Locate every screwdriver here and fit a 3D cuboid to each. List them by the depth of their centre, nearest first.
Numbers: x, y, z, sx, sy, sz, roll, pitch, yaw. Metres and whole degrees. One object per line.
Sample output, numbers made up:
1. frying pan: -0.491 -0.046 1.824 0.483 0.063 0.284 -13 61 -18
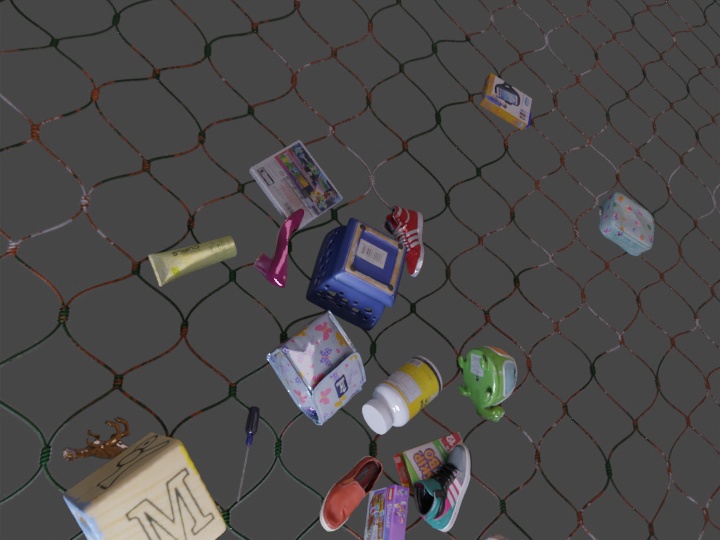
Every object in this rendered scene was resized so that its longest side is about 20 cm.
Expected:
1. screwdriver: -0.248 0.397 1.482 0.027 0.029 0.205 17 66 -19

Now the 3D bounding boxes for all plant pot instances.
1. plant pot: 0.000 0.000 1.685 0.196 0.180 0.204 26 60 -15

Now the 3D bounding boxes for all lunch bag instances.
1. lunch bag: -0.090 0.225 1.577 0.168 0.127 0.203 -34 93 -32
2. lunch bag: 0.881 -0.151 2.266 0.197 0.077 0.163 28 60 -14

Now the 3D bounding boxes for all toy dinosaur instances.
1. toy dinosaur: -0.488 0.356 1.366 0.195 0.060 0.109 14 89 -20

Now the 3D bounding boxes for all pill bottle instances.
1. pill bottle: 0.099 0.303 1.646 0.198 0.112 0.113 -33 85 -33

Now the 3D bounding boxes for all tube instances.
1. tube: -0.384 -0.028 1.579 0.196 0.053 0.058 -19 37 -27

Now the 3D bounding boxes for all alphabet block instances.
1. alphabet block: -0.398 0.444 1.259 0.198 0.193 0.200 -32 103 -32

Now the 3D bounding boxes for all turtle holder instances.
1. turtle holder: 0.342 0.288 1.761 0.129 0.141 0.190 -6 70 -30

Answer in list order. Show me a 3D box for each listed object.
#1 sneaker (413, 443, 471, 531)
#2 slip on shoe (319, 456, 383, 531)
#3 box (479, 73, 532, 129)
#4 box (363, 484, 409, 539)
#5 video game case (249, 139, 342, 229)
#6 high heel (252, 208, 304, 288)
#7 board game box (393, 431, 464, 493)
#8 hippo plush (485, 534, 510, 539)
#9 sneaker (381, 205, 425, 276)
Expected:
1. sneaker: 0.184 0.497 1.598 0.119 0.083 0.205 28 74 -35
2. slip on shoe: -0.019 0.496 1.534 0.074 0.061 0.199 49 58 -2
3. box: 0.493 -0.555 2.262 0.196 0.041 0.122 25 60 -13
4. box: 0.051 0.582 1.487 0.038 0.137 0.205 18 62 -18
5. video game case: -0.167 -0.224 1.790 0.181 0.023 0.202 -36 87 -34
6. high heel: -0.174 -0.057 1.677 0.095 0.068 0.202 34 65 2
7. board game box: 0.177 0.470 1.668 0.195 0.030 0.098 -12 75 -28
8. hippo plush: 0.306 0.728 1.579 0.158 0.159 0.204 -29 125 -16
9. sneaker: 0.114 -0.084 1.845 0.110 0.071 0.205 18 54 -24
